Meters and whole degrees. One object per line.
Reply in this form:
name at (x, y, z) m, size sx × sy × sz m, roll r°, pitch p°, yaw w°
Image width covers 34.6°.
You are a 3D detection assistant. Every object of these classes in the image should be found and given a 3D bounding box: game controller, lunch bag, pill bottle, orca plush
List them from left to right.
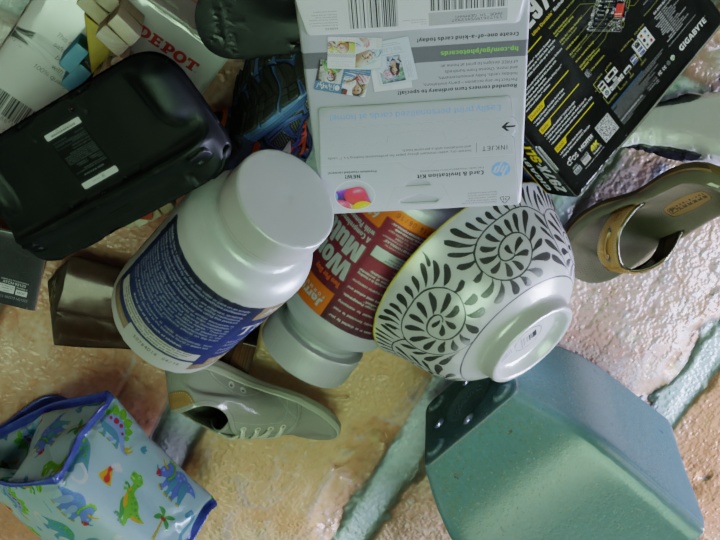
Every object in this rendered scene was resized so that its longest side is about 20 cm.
lunch bag at (-0.266, 0.213, 1.105) m, size 0.199 × 0.128 × 0.170 m, roll -16°, pitch 123°, yaw 39°
game controller at (-0.191, -0.079, 0.840) m, size 0.199 × 0.042 × 0.105 m, roll -24°, pitch 106°, yaw 24°
pill bottle at (-0.106, -0.007, 0.895) m, size 0.111 × 0.111 × 0.200 m, roll 31°, pitch 139°, yaw -18°
pill bottle at (0.000, 0.000, 1.008) m, size 0.109 × 0.110 × 0.200 m, roll 27°, pitch 114°, yaw -17°
orca plush at (0.295, -0.102, 0.993) m, size 0.199 × 0.106 × 0.071 m, roll -14°, pitch 150°, yaw 1°

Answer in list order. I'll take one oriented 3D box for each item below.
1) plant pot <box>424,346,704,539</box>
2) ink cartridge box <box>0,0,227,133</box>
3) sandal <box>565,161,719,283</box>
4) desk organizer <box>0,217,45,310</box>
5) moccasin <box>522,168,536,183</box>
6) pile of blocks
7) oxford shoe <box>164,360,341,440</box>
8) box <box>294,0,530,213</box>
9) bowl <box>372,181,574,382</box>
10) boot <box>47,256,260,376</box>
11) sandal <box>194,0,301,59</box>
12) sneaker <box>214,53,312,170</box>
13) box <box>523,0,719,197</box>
plant pot at (0.165, 0.182, 1.080) m, size 0.200 × 0.197 × 0.196 m, roll 43°, pitch 109°, yaw -13°
ink cartridge box at (-0.217, -0.149, 0.927) m, size 0.146 × 0.084 × 0.200 m, roll 34°, pitch 111°, yaw -21°
sandal at (0.242, -0.029, 0.994) m, size 0.080 × 0.054 × 0.200 m, roll 25°, pitch 149°, yaw -21°
desk organizer at (-0.364, -0.037, 0.984) m, size 0.199 × 0.077 × 0.072 m, roll 14°, pitch 117°, yaw -11°
moccasin at (0.100, -0.128, 0.959) m, size 0.068 × 0.081 × 0.201 m, roll -25°, pitch 117°, yaw 6°
pile of blocks at (-0.191, -0.113, 0.864) m, size 0.081 × 0.062 × 0.201 m, roll -7°, pitch 119°, yaw -1°
oxford shoe at (-0.101, 0.134, 1.078) m, size 0.199 × 0.058 × 0.075 m, roll 26°, pitch 148°, yaw -38°
box at (0.039, -0.127, 0.821) m, size 0.155 × 0.041 × 0.201 m, roll -3°, pitch 136°, yaw 3°
bowl at (0.117, 0.031, 0.980) m, size 0.200 × 0.094 × 0.201 m, roll -31°, pitch 151°, yaw -20°
boot at (-0.181, 0.005, 1.033) m, size 0.199 × 0.064 × 0.187 m, roll 13°, pitch 115°, yaw -5°
sandal at (-0.020, -0.182, 0.819) m, size 0.199 × 0.043 × 0.076 m, roll -11°, pitch 120°, yaw 10°
sneaker at (-0.068, -0.120, 0.934) m, size 0.078 × 0.076 × 0.200 m, roll 9°, pitch 158°, yaw -26°
box at (0.174, -0.183, 0.906) m, size 0.160 × 0.049 × 0.200 m, roll 44°, pitch 81°, yaw -22°
